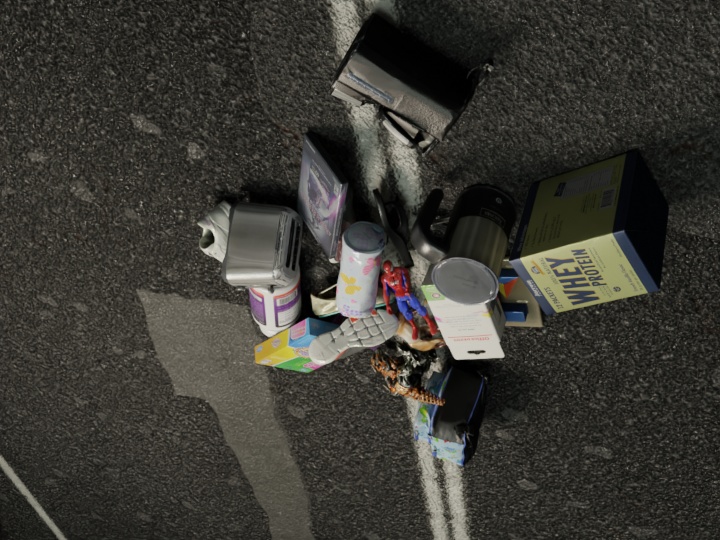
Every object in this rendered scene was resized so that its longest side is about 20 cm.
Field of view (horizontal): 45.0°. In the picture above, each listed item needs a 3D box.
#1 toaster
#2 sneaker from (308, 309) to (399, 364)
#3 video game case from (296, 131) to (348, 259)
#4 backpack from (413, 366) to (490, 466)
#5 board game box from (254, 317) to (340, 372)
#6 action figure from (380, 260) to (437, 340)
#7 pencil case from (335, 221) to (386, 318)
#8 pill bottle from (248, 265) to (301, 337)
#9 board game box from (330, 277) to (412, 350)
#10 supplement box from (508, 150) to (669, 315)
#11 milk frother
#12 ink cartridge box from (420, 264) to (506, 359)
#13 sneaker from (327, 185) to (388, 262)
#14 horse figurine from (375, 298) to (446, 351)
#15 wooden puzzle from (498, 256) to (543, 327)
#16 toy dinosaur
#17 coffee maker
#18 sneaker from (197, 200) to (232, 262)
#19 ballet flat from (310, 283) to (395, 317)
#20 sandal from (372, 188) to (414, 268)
[{"bbox_3d":[-0.192,-0.056,1.723,0.128,0.202,0.114,4,170,14],"label":"toaster"},{"bbox_3d":[-0.010,0.135,1.805,0.199,0.078,0.082,-21,168,12],"label":"sneaker"},{"bbox_3d":[-0.074,-0.137,1.616,0.143,0.019,0.201,55,151,31],"label":"video game case"},{"bbox_3d":[0.200,0.326,1.938,0.146,0.184,0.201,13,148,16],"label":"backpack"},{"bbox_3d":[-0.116,0.168,1.920,0.152,0.041,0.199,16,148,-38],"label":"board game box"},{"bbox_3d":[0.089,0.070,1.691,0.065,0.099,0.201,-19,124,16],"label":"action figure"},{"bbox_3d":[0.000,0.000,1.661,0.083,0.091,0.201,25,137,15],"label":"pencil case"},{"bbox_3d":[-0.182,0.058,1.867,0.111,0.112,0.201,15,144,8],"label":"pill bottle"},{"bbox_3d":[0.024,0.090,1.877,0.119,0.032,0.200,26,139,-10],"label":"board game box"},{"bbox_3d":[0.377,-0.060,1.424,0.199,0.201,0.134,-16,126,38],"label":"supplement box"},{"bbox_3d":[0.169,-0.028,1.562,0.179,0.189,0.201,18,139,7],"label":"milk frother"},{"bbox_3d":[0.209,0.079,1.687,0.116,0.068,0.201,-6,127,28],"label":"ink cartridge box"},{"bbox_3d":[0.001,-0.086,1.679,0.114,0.076,0.201,9,143,-1],"label":"sneaker"},{"bbox_3d":[0.120,0.117,1.818,0.199,0.050,0.132,32,130,-24],"label":"horse figurine"},{"bbox_3d":[0.256,0.052,1.717,0.184,0.046,0.201,0,134,24],"label":"wooden puzzle"},{"bbox_3d":[0.108,0.223,1.886,0.199,0.102,0.137,27,112,15],"label":"toy dinosaur"},{"bbox_3d":[0.074,-0.310,1.369,0.199,0.135,0.193,31,116,-11],"label":"coffee maker"},{"bbox_3d":[-0.287,-0.048,1.810,0.075,0.099,0.201,31,145,40],"label":"sneaker"},{"bbox_3d":[-0.023,0.053,1.797,0.199,0.067,0.063,-13,99,30],"label":"ballet flat"},{"bbox_3d":[0.071,-0.088,1.646,0.048,0.076,0.201,-23,135,7],"label":"sandal"}]
